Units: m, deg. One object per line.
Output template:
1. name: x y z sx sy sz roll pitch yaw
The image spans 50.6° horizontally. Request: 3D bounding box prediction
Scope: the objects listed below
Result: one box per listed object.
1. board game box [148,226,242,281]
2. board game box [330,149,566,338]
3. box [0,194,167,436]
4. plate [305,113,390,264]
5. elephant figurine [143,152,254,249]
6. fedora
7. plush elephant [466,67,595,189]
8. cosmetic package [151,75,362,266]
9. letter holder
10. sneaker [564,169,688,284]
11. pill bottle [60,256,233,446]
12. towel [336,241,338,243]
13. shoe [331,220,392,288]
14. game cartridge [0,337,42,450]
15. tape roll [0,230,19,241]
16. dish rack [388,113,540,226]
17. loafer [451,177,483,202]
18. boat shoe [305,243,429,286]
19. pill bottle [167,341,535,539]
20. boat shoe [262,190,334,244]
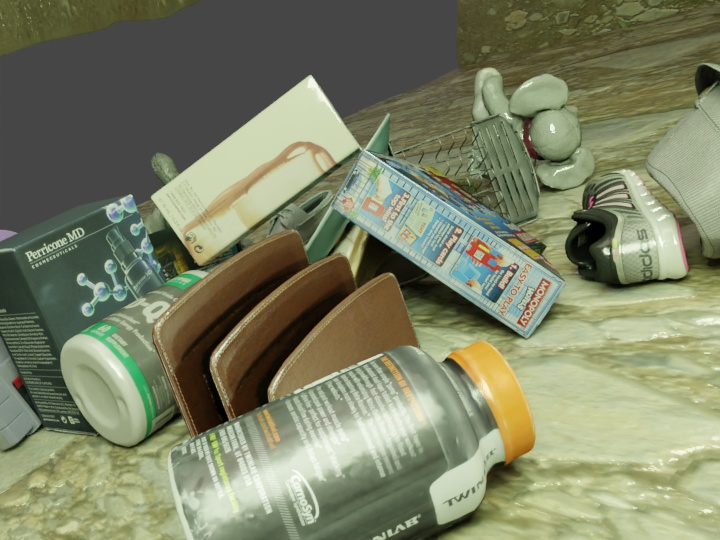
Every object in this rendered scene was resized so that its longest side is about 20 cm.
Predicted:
1. board game box: -0.239 0.017 0.957 0.197 0.137 0.028 -17 -10 4
2. board game box: 0.100 -0.025 0.707 0.062 0.199 0.199 -57 -19 15
3. box: -0.286 0.044 0.800 0.106 0.203 0.148 -6 21 38
4. plate: -0.015 -0.072 0.799 0.202 0.025 0.200 -57 5 7
5. elephant figurine: -0.236 -0.057 1.044 0.154 0.202 0.142 -7 27 41
6. fedora: 0.294 -0.072 0.615 0.090 0.178 0.200 -34 12 21
7. plush elephant: 0.233 -0.188 1.034 0.153 0.167 0.201 -8 27 24
8. cosmetic package: -0.101 -0.101 0.782 0.199 0.088 0.103 -36 4 7
9. letter holder: -0.052 0.052 0.616 0.099 0.144 0.200 -8 20 33
10. sneaker: 0.229 -0.041 0.714 0.086 0.075 0.200 -11 22 4
11. pill bottle: -0.179 0.070 0.750 0.112 0.115 0.199 -4 23 41
12. towel: -0.034 -0.026 1.059 0.198 0.022 0.146 -22 17 -14
13. shoe: -0.005 -0.022 0.783 0.053 0.070 0.202 10 64 28
14. game cartridge: -0.375 0.097 0.858 0.038 0.130 0.200 -33 13 17
15. tape roll: -0.435 0.057 0.923 0.065 0.203 0.200 -14 17 12
16. dish rack: 0.118 -0.099 0.905 0.197 0.156 0.055 -20 0 -8
17. loafer: 0.069 -0.065 0.968 0.198 0.077 0.067 -26 24 -23
18. boat shoe: 0.000 0.000 0.857 0.197 0.072 0.060 -5 35 33
19. pill bottle: 0.000 0.111 0.438 0.198 0.108 0.106 -22 17 -11
20. boat shoe: -0.097 -0.060 1.070 0.069 0.073 0.200 -6 20 38
